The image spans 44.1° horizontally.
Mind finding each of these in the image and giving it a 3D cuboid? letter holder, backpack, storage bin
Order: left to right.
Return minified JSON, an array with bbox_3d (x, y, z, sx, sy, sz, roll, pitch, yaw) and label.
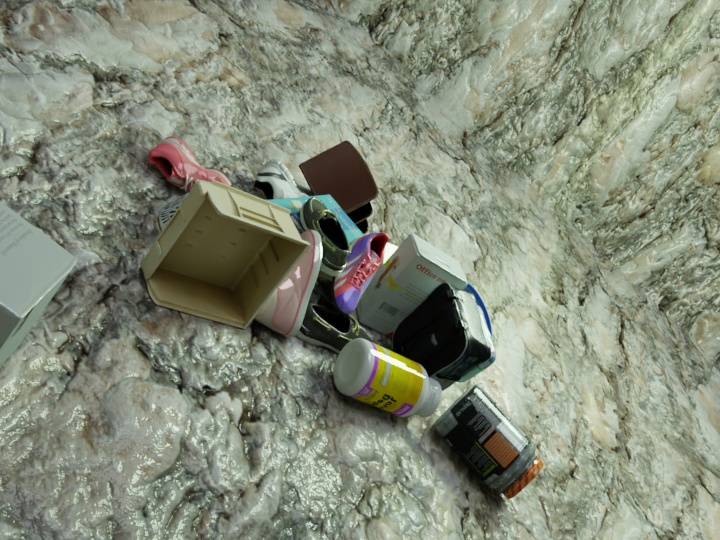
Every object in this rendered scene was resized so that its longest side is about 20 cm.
[{"bbox_3d":[-0.225,-0.026,1.458,0.197,0.201,0.094,19,31,-41],"label":"storage bin"},{"bbox_3d":[-0.034,-0.182,2.037,0.201,0.141,0.101,62,1,37],"label":"letter holder"},{"bbox_3d":[0.161,0.145,1.766,0.150,0.199,0.179,25,38,-41],"label":"backpack"}]

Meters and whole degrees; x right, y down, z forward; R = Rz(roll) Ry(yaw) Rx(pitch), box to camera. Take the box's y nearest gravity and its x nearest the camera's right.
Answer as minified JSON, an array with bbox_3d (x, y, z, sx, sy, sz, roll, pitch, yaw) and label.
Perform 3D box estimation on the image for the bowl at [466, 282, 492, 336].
[{"bbox_3d":[0.232,0.121,2.018,0.199,0.039,0.204,28,52,-43],"label":"bowl"}]

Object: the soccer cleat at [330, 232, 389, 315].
[{"bbox_3d":[0.000,0.000,1.707,0.068,0.073,0.201,47,41,-23],"label":"soccer cleat"}]

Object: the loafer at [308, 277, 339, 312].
[{"bbox_3d":[-0.102,0.047,1.687,0.198,0.073,0.073,18,38,-41],"label":"loafer"}]

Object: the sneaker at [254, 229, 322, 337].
[{"bbox_3d":[-0.138,0.009,1.589,0.104,0.075,0.203,23,74,-27],"label":"sneaker"}]

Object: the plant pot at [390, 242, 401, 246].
[{"bbox_3d":[0.131,0.002,2.163,0.199,0.028,0.201,34,27,-19],"label":"plant pot"}]

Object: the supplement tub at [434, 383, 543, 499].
[{"bbox_3d":[0.246,0.327,1.692,0.200,0.123,0.122,47,25,9],"label":"supplement tub"}]

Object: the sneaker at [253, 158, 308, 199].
[{"bbox_3d":[-0.155,-0.144,1.939,0.200,0.074,0.080,48,53,-1],"label":"sneaker"}]

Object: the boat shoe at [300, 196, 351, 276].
[{"bbox_3d":[-0.064,-0.078,1.706,0.071,0.061,0.203,12,38,-31],"label":"boat shoe"}]

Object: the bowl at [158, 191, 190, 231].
[{"bbox_3d":[-0.261,-0.086,1.632,0.199,0.094,0.202,33,26,-18],"label":"bowl"}]

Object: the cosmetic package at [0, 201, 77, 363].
[{"bbox_3d":[-0.481,0.015,1.047,0.199,0.165,0.166,38,24,-11],"label":"cosmetic package"}]

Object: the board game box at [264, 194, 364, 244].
[{"bbox_3d":[-0.095,-0.081,1.786,0.198,0.047,0.151,-10,52,-49],"label":"board game box"}]

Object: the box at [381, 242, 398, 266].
[{"bbox_3d":[0.105,0.007,2.025,0.198,0.068,0.084,20,64,-34],"label":"box"}]

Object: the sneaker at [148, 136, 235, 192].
[{"bbox_3d":[-0.331,-0.174,1.720,0.199,0.074,0.087,38,34,7],"label":"sneaker"}]

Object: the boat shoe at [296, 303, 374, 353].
[{"bbox_3d":[-0.039,0.113,1.680,0.199,0.061,0.072,19,36,-41],"label":"boat shoe"}]

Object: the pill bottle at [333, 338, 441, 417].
[{"bbox_3d":[0.054,0.204,1.624,0.198,0.104,0.105,26,29,-31],"label":"pill bottle"}]

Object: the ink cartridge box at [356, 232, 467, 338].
[{"bbox_3d":[0.104,0.042,1.845,0.144,0.200,0.084,28,27,-28],"label":"ink cartridge box"}]

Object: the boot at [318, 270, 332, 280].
[{"bbox_3d":[-0.103,-0.036,1.818,0.145,0.071,0.200,51,30,17],"label":"boot"}]
